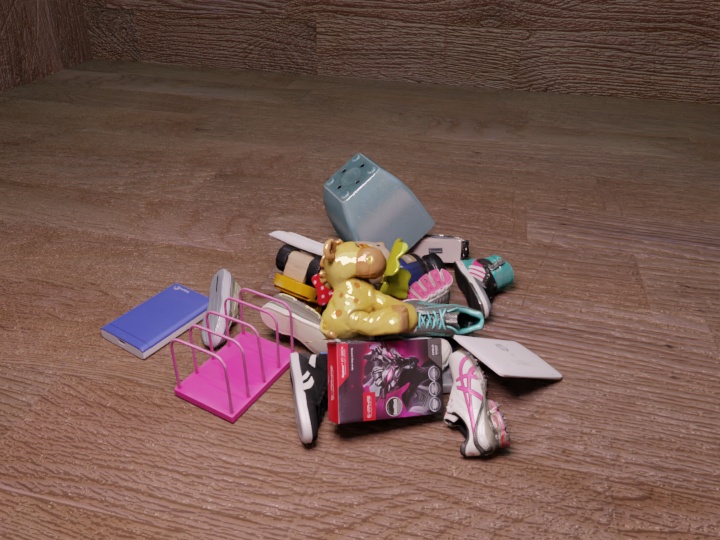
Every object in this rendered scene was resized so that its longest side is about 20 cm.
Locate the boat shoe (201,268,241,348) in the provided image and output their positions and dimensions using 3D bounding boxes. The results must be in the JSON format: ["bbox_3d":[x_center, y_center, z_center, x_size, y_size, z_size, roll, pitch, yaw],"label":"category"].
[{"bbox_3d":[-0.276,0.080,1.281,0.062,0.071,0.204,36,32,-31],"label":"boat shoe"}]

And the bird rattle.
[{"bbox_3d":[0.000,0.000,1.215,0.193,0.116,0.165,-11,32,-3],"label":"bird rattle"}]

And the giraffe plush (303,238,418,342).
[{"bbox_3d":[-0.006,0.029,1.052,0.193,0.168,0.172,-4,-6,-11],"label":"giraffe plush"}]

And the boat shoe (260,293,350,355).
[{"bbox_3d":[-0.095,0.107,1.200,0.197,0.073,0.061,27,42,10],"label":"boat shoe"}]

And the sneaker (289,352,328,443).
[{"bbox_3d":[-0.061,0.204,1.070,0.108,0.075,0.202,-4,31,-10],"label":"sneaker"}]

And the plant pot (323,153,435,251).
[{"bbox_3d":[0.023,-0.152,1.467,0.195,0.201,0.196,-40,40,-4],"label":"plant pot"}]

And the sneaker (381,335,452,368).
[{"bbox_3d":[0.081,0.152,1.112,0.194,0.084,0.075,-13,31,-24],"label":"sneaker"}]

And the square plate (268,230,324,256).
[{"bbox_3d":[-0.081,-0.038,1.407,0.196,0.029,0.197,22,-2,31],"label":"square plate"}]

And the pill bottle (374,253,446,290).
[{"bbox_3d":[0.084,0.029,1.327,0.195,0.115,0.112,-16,34,-26],"label":"pill bottle"}]

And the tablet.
[{"bbox_3d":[0.270,0.156,1.136,0.196,0.014,0.130,12,19,-41],"label":"tablet"}]

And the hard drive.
[{"bbox_3d":[-0.411,0.098,1.285,0.129,0.026,0.199,19,35,27],"label":"hard drive"}]

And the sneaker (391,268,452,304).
[{"bbox_3d":[0.104,0.081,1.247,0.196,0.089,0.074,-31,44,-13],"label":"sneaker"}]

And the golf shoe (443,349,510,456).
[{"bbox_3d":[0.175,0.215,1.045,0.089,0.074,0.202,-17,39,-1],"label":"golf shoe"}]

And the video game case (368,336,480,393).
[{"bbox_3d":[0.122,0.167,1.188,0.192,0.024,0.184,-4,32,-6],"label":"video game case"}]

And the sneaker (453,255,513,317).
[{"bbox_3d":[0.283,0.031,1.365,0.116,0.086,0.202,-12,30,-2],"label":"sneaker"}]

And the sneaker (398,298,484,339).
[{"bbox_3d":[0.145,0.088,1.159,0.193,0.081,0.091,1,-9,-22],"label":"sneaker"}]

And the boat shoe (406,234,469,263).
[{"bbox_3d":[0.173,-0.050,1.520,0.194,0.078,0.092,7,7,23],"label":"boat shoe"}]

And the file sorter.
[{"bbox_3d":[-0.224,0.139,1.123,0.135,0.129,0.200,16,34,25],"label":"file sorter"}]

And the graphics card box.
[{"bbox_3d":[0.043,0.179,1.035,0.193,0.130,0.051,1,-4,-22],"label":"graphics card box"}]

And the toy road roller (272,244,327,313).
[{"bbox_3d":[-0.107,0.045,1.320,0.120,0.150,0.199,20,-3,30],"label":"toy road roller"}]
